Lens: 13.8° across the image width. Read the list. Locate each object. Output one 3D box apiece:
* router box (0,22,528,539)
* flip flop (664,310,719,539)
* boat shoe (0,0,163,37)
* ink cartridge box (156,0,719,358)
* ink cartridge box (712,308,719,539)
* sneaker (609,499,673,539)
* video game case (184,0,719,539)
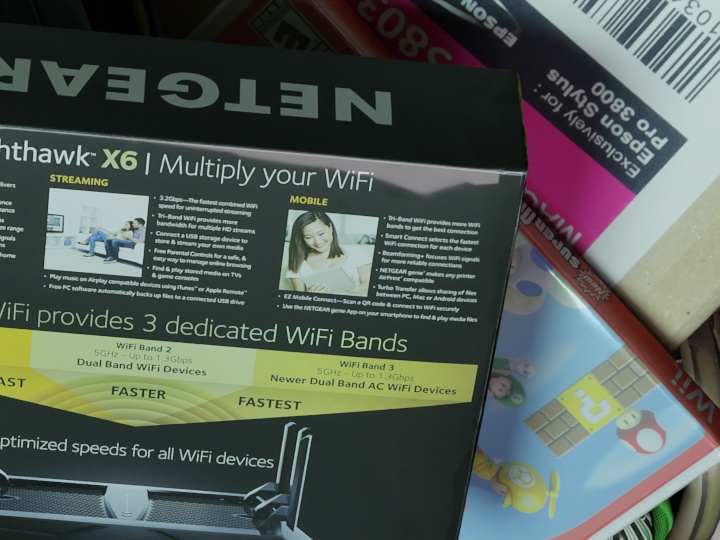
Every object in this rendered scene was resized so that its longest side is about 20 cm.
[{"bbox_3d":[-0.062,0.011,0.846,0.199,0.052,0.158,5,128,-6],"label":"router box"},{"bbox_3d":[0.093,0.077,1.091,0.057,0.081,0.200,9,139,-9],"label":"flip flop"},{"bbox_3d":[-0.088,-0.110,0.865,0.062,0.201,0.075,-7,180,22],"label":"boat shoe"},{"bbox_3d":[0.051,-0.076,0.895,0.200,0.075,0.165,40,127,0],"label":"ink cartridge box"},{"bbox_3d":[0.158,0.036,1.160,0.200,0.068,0.116,-29,136,21],"label":"ink cartridge box"},{"bbox_3d":[0.054,0.071,1.015,0.085,0.078,0.200,-29,126,0],"label":"sneaker"},{"bbox_3d":[0.001,0.015,0.915,0.200,0.017,0.143,47,127,-5],"label":"video game case"}]
